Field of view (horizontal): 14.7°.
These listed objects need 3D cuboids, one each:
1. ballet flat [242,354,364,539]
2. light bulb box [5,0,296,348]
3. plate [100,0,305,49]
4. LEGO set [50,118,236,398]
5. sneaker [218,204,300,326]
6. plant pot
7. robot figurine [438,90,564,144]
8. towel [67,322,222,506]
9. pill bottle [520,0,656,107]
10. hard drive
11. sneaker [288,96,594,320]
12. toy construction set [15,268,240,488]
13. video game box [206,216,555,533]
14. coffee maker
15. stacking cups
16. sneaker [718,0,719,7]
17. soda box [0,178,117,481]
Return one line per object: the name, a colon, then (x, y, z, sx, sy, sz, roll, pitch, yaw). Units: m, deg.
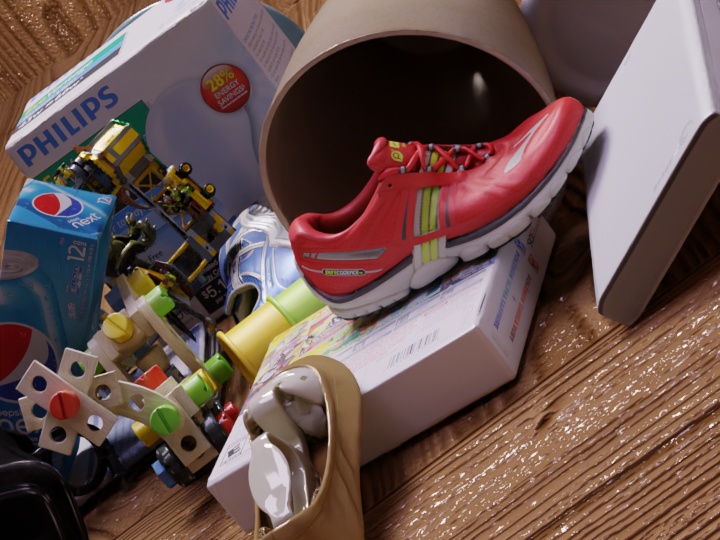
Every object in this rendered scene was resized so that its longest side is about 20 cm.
ballet flat: (-0.033, 0.095, 1.498, 0.068, 0.063, 0.200, -36, 30, 15)
light bulb box: (-0.123, -0.087, 2.081, 0.198, 0.200, 0.125, -35, 15, 14)
plate: (-0.116, -0.117, 2.159, 0.200, 0.200, 0.026, -35, 23, 13)
LEGO set: (-0.179, 0.001, 1.938, 0.116, 0.154, 0.200, -50, 10, -29)
sneaker: (-0.067, 0.006, 1.913, 0.077, 0.076, 0.200, -42, 12, -13)
plant pot: (0.039, -0.123, 1.753, 0.187, 0.187, 0.201, -31, 28, 25)
robot figurine: (0.054, -0.079, 1.894, 0.200, 0.058, 0.145, -43, 7, -19)
towel: (-0.174, 0.120, 1.939, 0.200, 0.024, 0.147, -38, 17, 10)
pill bottle: (0.179, -0.199, 1.856, 0.115, 0.116, 0.200, -30, 17, 30)
hard drive: (0.164, -0.074, 1.546, 0.200, 0.026, 0.132, -87, 22, -61)
sneaker: (0.043, -0.047, 1.618, 0.199, 0.085, 0.077, -33, 17, 17)
toy construction set: (-0.136, 0.072, 1.757, 0.092, 0.131, 0.200, -38, 1, 18)
video game box: (0.015, 0.051, 1.645, 0.199, 0.047, 0.183, -31, 19, 25)
coffee maker: (-0.229, 0.157, 1.741, 0.192, 0.135, 0.200, -41, 15, -11)
stacking cups: (0.000, 0.000, 1.798, 0.200, 0.061, 0.060, -41, 15, -7)
sneaker: (0.247, -0.123, 1.590, 0.087, 0.076, 0.200, -21, 18, 0)
soda box: (-0.210, 0.046, 1.861, 0.068, 0.064, 0.201, -77, -2, -63)
